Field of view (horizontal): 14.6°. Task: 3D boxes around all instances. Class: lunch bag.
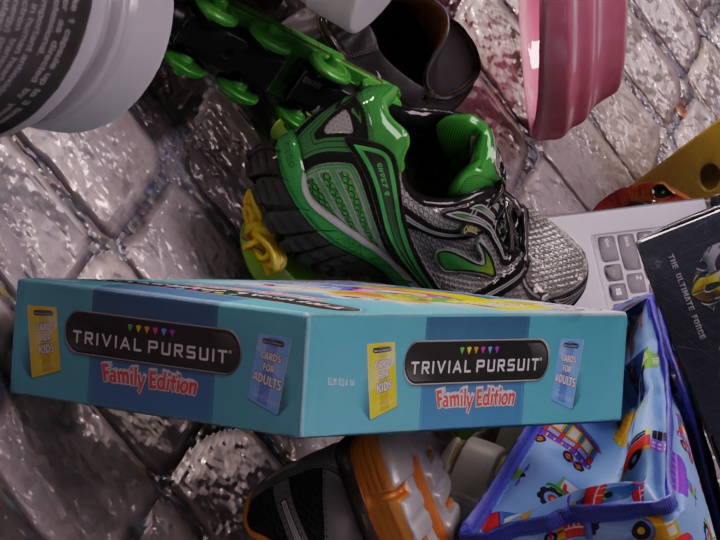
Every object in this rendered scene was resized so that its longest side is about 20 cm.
[{"bbox_3d":[0.122,0.115,1.206,0.200,0.093,0.151,-66,140,-59],"label":"lunch bag"}]

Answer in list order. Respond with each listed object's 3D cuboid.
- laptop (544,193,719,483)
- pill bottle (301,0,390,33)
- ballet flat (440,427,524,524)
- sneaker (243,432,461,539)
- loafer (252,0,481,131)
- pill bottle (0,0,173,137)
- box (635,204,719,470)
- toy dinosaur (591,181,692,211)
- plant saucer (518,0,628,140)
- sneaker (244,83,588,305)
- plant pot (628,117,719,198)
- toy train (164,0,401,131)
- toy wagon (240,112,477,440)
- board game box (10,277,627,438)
[{"bbox_3d":[0.188,0.042,1.327,0.199,0.116,0.189,-7,76,-24],"label":"laptop"},{"bbox_3d":[-0.063,-0.193,1.241,0.199,0.111,0.111,34,27,9],"label":"pill bottle"},{"bbox_3d":[0.061,0.089,1.241,0.075,0.064,0.200,20,38,21],"label":"ballet flat"},{"bbox_3d":[0.016,0.155,1.140,0.078,0.077,0.201,-58,132,-66],"label":"sneaker"},{"bbox_3d":[0.018,-0.106,1.400,0.073,0.072,0.200,60,27,5],"label":"loafer"},{"bbox_3d":[-0.168,-0.110,1.058,0.199,0.114,0.115,9,54,-55],"label":"pill bottle"},{"bbox_3d":[0.182,0.070,1.228,0.158,0.051,0.201,0,70,-80],"label":"box"},{"bbox_3d":[0.145,0.037,1.427,0.199,0.105,0.182,7,56,-56],"label":"toy dinosaur"},{"bbox_3d":[0.114,-0.172,1.526,0.201,0.050,0.202,-2,90,-89],"label":"plant saucer"},{"bbox_3d":[0.043,-0.022,1.260,0.199,0.085,0.078,23,45,-47],"label":"sneaker"},{"bbox_3d":[0.268,-0.014,1.604,0.176,0.200,0.201,2,60,-45],"label":"plant pot"},{"bbox_3d":[-0.066,-0.108,1.258,0.199,0.042,0.057,26,22,-25],"label":"toy train"},{"bbox_3d":[0.000,0.000,1.301,0.199,0.039,0.156,12,52,-53],"label":"toy wagon"},{"bbox_3d":[-0.013,0.031,1.104,0.199,0.150,0.047,1,93,-51],"label":"board game box"}]
